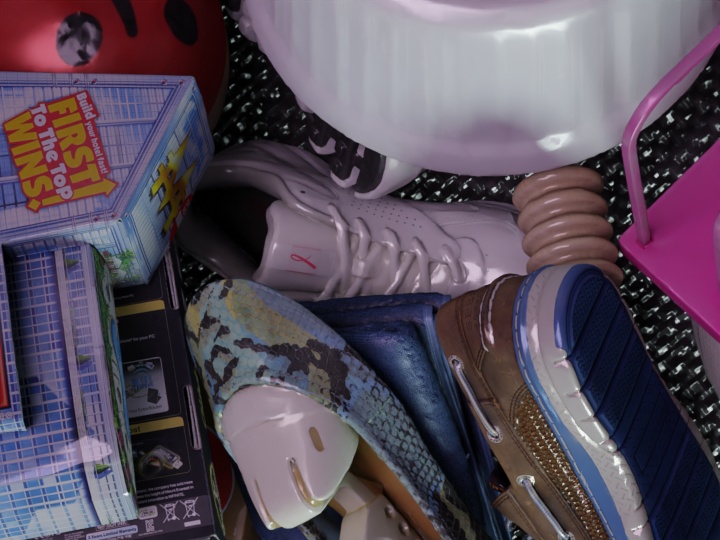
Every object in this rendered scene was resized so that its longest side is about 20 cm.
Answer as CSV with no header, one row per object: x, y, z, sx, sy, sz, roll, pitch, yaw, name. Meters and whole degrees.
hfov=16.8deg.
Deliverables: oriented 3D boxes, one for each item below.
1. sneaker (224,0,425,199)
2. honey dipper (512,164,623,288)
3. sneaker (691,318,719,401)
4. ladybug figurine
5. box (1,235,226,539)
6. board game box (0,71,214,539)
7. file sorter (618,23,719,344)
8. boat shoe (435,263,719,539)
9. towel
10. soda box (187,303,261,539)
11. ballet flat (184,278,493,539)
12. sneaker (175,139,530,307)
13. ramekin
-0.006,-0.119,1.035,0.200,0.081,0.075,61,152,26,sneaker
0.069,-0.082,0.988,0.038,0.038,0.201,-22,63,24,honey dipper
0.183,0.079,0.946,0.076,0.092,0.201,-30,81,22,sneaker
-0.123,-0.124,1.037,0.200,0.135,0.072,58,148,29,ladybug figurine
-0.163,0.057,0.967,0.199,0.049,0.162,-12,69,-1,box
-0.149,0.002,0.931,0.199,0.062,0.201,-11,64,0,board game box
0.207,-0.011,0.876,0.139,0.125,0.200,-43,68,-6,file sorter
0.091,0.078,0.970,0.072,0.072,0.201,-2,126,34,boat shoe
0.007,0.101,1.014,0.111,0.049,0.201,-4,120,23,towel
-0.070,0.119,1.078,0.067,0.064,0.201,13,99,21,soda box
-0.002,0.091,0.938,0.074,0.074,0.200,-38,103,22,ballet flat
0.000,0.000,1.019,0.199,0.099,0.078,15,100,23,sneaker
0.050,-0.147,0.936,0.199,0.098,0.201,-1,65,2,ramekin
